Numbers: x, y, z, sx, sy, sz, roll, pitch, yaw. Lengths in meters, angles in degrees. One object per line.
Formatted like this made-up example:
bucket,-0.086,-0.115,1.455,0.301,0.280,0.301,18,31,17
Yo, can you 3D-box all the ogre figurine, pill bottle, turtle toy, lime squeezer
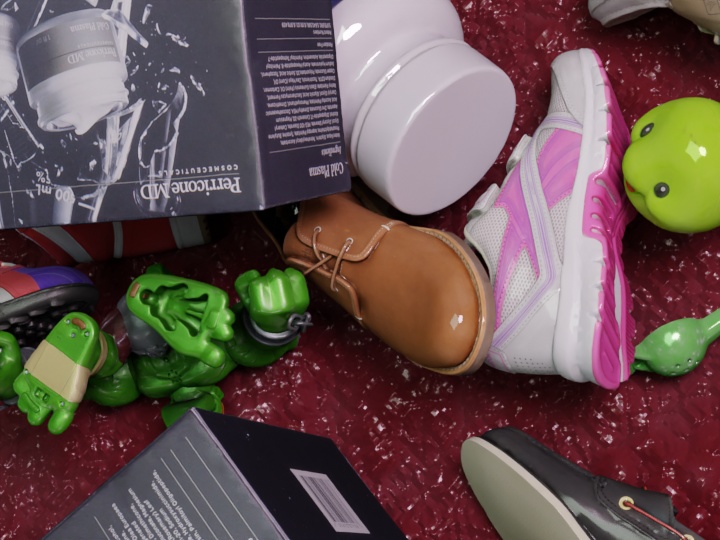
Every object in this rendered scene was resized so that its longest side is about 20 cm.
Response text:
ogre figurine,-0.110,0.041,0.903,0.200,0.120,0.098,-35,74,11
pill bottle,-0.014,-0.121,0.885,0.200,0.120,0.120,41,94,32
turtle toy,0.230,-0.064,0.804,0.199,0.101,0.146,-16,67,15
lime squeezer,0.143,0.020,0.860,0.199,0.038,0.071,2,79,21

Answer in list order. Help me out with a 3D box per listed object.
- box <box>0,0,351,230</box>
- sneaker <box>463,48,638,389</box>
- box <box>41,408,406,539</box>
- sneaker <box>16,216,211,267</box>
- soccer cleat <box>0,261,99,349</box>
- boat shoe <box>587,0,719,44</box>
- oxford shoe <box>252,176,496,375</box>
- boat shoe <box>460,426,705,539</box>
box,-0.120,-0.117,0.799,0.199,0.104,0.183,-4,97,24
sneaker,0.096,-0.032,0.847,0.088,0.081,0.200,-5,55,22
box,-0.084,0.173,0.814,0.182,0.200,0.104,-42,70,7
sneaker,-0.161,-0.091,0.915,0.112,0.071,0.201,-15,116,-2
soccer cleat,-0.242,0.019,0.971,0.200,0.068,0.073,-18,73,30
boat shoe,0.188,-0.150,0.824,0.075,0.200,0.069,-24,95,-29
oxford shoe,0.000,0.000,0.852,0.200,0.071,0.072,36,114,52
boat shoe,0.134,0.144,0.827,0.063,0.074,0.201,-36,55,-25
